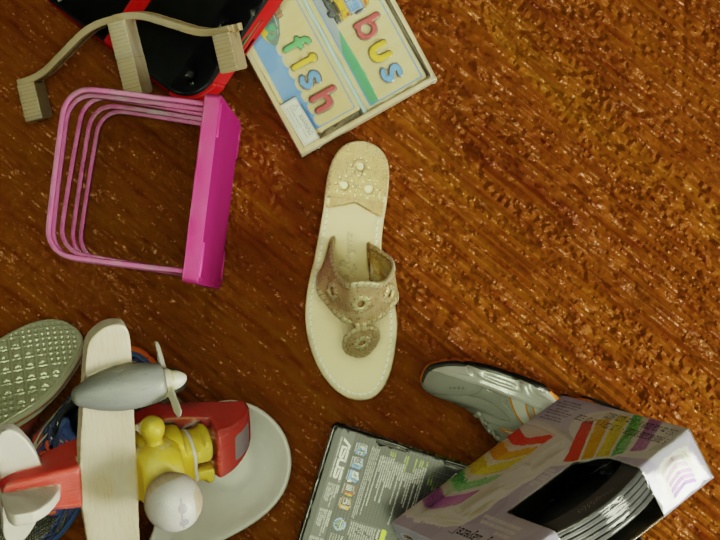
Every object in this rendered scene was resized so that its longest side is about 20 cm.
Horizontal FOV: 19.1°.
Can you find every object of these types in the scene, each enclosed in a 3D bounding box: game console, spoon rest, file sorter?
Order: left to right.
[{"bbox_3d":[-0.169,-0.065,1.671,0.124,0.200,0.140,7,88,1],"label":"file sorter"},{"bbox_3d":[-0.144,-0.257,1.739,0.176,0.031,0.201,37,100,8],"label":"game console"},{"bbox_3d":[-0.134,0.198,1.734,0.099,0.061,0.201,35,89,-1],"label":"spoon rest"}]

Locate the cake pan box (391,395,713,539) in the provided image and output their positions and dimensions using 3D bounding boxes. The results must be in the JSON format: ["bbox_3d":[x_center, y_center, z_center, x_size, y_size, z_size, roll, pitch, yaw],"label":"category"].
[{"bbox_3d":[0.141,0.174,1.591,0.184,0.200,0.053,-36,107,-16],"label":"cake pan box"}]

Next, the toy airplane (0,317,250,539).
[{"bbox_3d":[-0.180,0.156,1.618,0.141,0.200,0.200,30,83,43],"label":"toy airplane"}]

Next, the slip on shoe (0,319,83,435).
[{"bbox_3d":[-0.299,0.122,1.734,0.074,0.061,0.200,33,74,19],"label":"slip on shoe"}]

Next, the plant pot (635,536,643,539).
[{"bbox_3d":[0.142,0.289,1.644,0.176,0.200,0.202,-19,108,-3],"label":"plant pot"}]

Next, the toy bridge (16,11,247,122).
[{"bbox_3d":[-0.186,-0.174,1.725,0.198,0.027,0.068,-13,94,17],"label":"toy bridge"}]

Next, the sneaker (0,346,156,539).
[{"bbox_3d":[-0.237,0.145,1.723,0.075,0.078,0.201,33,88,0],"label":"sneaker"}]

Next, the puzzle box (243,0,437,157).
[{"bbox_3d":[-0.039,-0.212,1.764,0.132,0.025,0.201,-30,90,-3],"label":"puzzle box"}]

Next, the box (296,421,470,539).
[{"bbox_3d":[0.023,0.243,1.746,0.159,0.044,0.202,17,89,-2],"label":"box"}]

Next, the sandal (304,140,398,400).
[{"bbox_3d":[-0.006,0.000,1.737,0.077,0.070,0.214,2,89,-2],"label":"sandal"}]

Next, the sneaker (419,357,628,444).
[{"bbox_3d":[0.136,0.135,1.739,0.198,0.076,0.093,20,93,0],"label":"sneaker"}]
